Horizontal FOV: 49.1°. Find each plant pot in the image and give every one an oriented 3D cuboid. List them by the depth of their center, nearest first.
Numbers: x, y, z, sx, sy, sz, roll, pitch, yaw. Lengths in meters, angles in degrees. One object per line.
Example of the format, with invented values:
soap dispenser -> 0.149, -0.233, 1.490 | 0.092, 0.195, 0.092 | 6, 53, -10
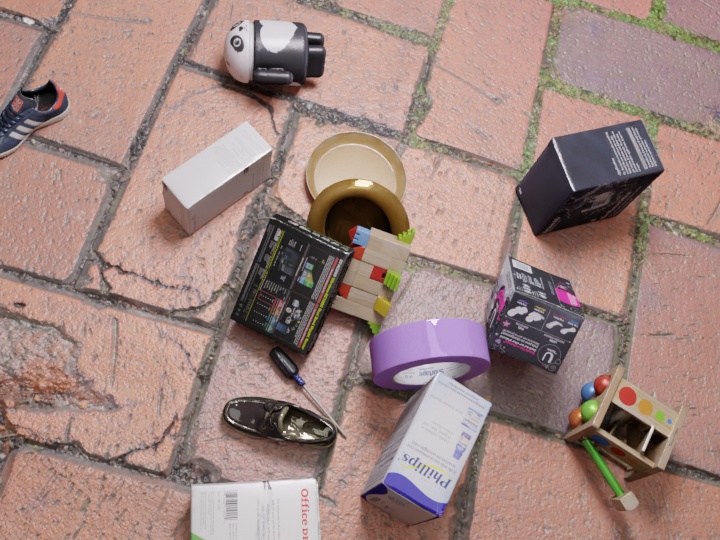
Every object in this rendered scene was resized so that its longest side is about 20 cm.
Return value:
plant pot -> -0.009, -0.178, 1.534 | 0.198, 0.028, 0.202 | 4, 66, -9

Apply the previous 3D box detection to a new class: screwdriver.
screwdriver -> -0.085, 0.209, 1.360 | 0.200, 0.028, 0.029 | 44, 96, 8

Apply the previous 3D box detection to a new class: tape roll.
tape roll -> 0.116, 0.143, 1.325 | 0.198, 0.200, 0.066 | -3, 67, -11

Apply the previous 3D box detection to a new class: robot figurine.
robot figurine -> -0.169, -0.431, 1.557 | 0.198, 0.150, 0.126 | 0, 103, -10

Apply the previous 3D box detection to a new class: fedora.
fedora -> -0.005, -0.087, 1.440 | 0.198, 0.202, 0.082 | 6, 30, -7

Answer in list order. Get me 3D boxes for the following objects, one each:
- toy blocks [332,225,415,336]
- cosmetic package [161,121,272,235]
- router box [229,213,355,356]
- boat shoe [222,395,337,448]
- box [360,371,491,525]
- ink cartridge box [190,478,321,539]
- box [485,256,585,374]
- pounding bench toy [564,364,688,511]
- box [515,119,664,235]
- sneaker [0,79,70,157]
toy blocks -> 0.000, 0.000, 1.396 | 0.135, 0.100, 0.202 | 20, 108, -4
cosmetic package -> -0.261, -0.169, 1.441 | 0.200, 0.113, 0.081 | -41, 79, -21
router box -> -0.116, 0.024, 1.351 | 0.149, 0.062, 0.202 | 26, 103, 7
boat shoe -> -0.133, 0.247, 1.312 | 0.198, 0.065, 0.074 | 11, 69, -4
box -> 0.103, 0.292, 1.270 | 0.104, 0.184, 0.201 | 30, 66, 2
ink cartridge box -> -0.164, 0.408, 1.229 | 0.198, 0.084, 0.148 | 0, 68, -10
box -> 0.297, 0.074, 1.379 | 0.131, 0.200, 0.116 | 21, 108, 0
pounding bench toy -> 0.435, 0.292, 1.359 | 0.155, 0.124, 0.201 | 32, 66, 5
box -> 0.435, -0.175, 1.516 | 0.198, 0.197, 0.118 | -13, 71, -14
sneaker -> -0.629, -0.283, 1.439 | 0.075, 0.085, 0.200 | 43, 67, 9
